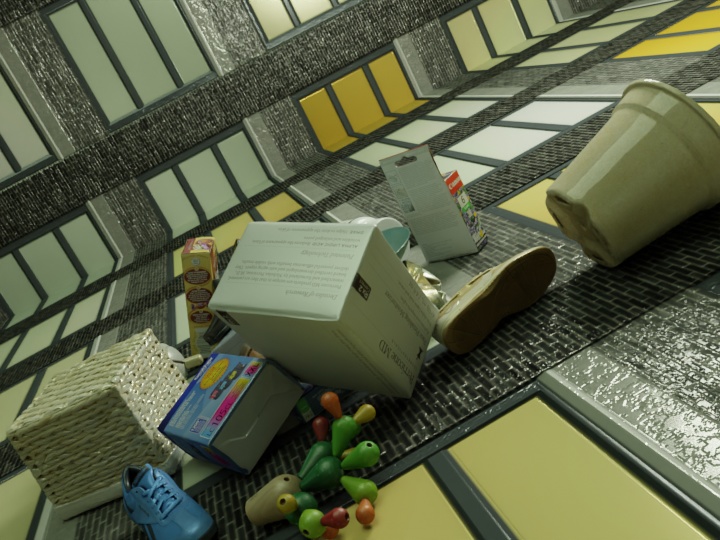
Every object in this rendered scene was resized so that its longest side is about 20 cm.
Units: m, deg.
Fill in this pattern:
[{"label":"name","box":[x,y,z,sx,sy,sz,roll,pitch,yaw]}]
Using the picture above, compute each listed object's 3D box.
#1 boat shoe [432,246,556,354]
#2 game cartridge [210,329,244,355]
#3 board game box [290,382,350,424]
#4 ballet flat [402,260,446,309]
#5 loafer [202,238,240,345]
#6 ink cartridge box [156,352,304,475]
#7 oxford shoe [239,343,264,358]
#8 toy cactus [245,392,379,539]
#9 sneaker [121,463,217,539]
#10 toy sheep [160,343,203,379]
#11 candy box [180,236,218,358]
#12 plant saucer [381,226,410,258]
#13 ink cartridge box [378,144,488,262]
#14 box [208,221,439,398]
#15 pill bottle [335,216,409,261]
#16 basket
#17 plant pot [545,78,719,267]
[{"label":"boat shoe","box":[0.170,0.030,1.085,0.200,0.074,0.069,-34,24,-20]},{"label":"game cartridge","box":[-0.172,0.079,1.383,0.200,0.042,0.133,-39,16,41]},{"label":"board game box","box":[-0.031,0.129,1.165,0.200,0.035,0.135,-33,18,-19]},{"label":"ballet flat","box":[0.093,0.033,1.230,0.071,0.071,0.200,-26,16,6]},{"label":"loafer","box":[-0.233,0.037,1.459,0.073,0.072,0.200,-26,35,59]},{"label":"ink cartridge box","box":[-0.184,0.186,1.109,0.200,0.076,0.137,-6,44,55]},{"label":"oxford shoe","box":[-0.090,0.108,1.307,0.200,0.071,0.071,-33,47,-29]},{"label":"toy cactus","box":[-0.056,0.219,0.866,0.165,0.102,0.200,-32,23,20]},{"label":"sneaker","box":[-0.236,0.277,0.972,0.066,0.079,0.200,-34,19,-28]},{"label":"toy sheep","box":[-0.360,0.177,1.378,0.199,0.138,0.138,-13,17,2]},{"label":"candy box","box":[-0.288,0.049,1.518,0.056,0.201,0.117,-5,16,-4]},{"label":"plant saucer","box":[0.000,0.000,1.315,0.201,0.039,0.201,-30,16,9]},{"label":"ink cartridge box","box":[0.122,-0.117,1.375,0.109,0.200,0.050,-12,22,41]},{"label":"box","box":[-0.040,0.048,1.017,0.200,0.199,0.131,4,60,34]},{"label":"pill bottle","box":[-0.013,-0.036,1.500,0.200,0.113,0.113,-7,26,49]},{"label":"basket","box":[-0.367,0.219,1.206,0.200,0.161,0.198,-26,17,12]},{"label":"plant pot","box":[0.349,-0.110,1.069,0.183,0.201,0.200,-41,18,-3]}]
